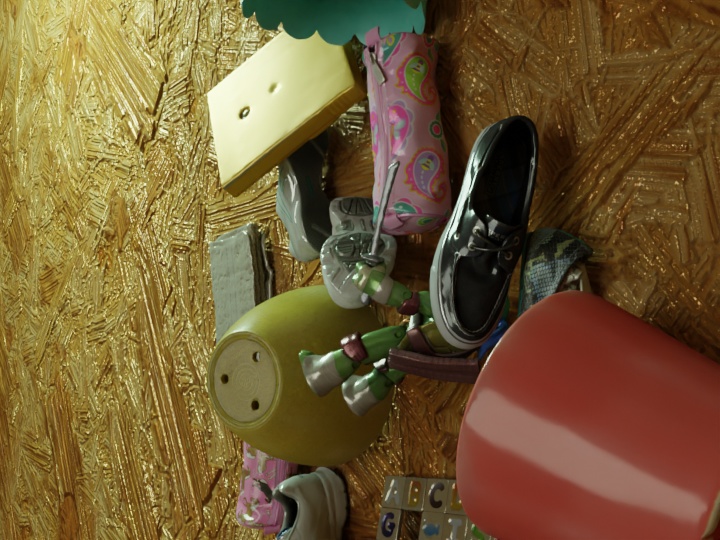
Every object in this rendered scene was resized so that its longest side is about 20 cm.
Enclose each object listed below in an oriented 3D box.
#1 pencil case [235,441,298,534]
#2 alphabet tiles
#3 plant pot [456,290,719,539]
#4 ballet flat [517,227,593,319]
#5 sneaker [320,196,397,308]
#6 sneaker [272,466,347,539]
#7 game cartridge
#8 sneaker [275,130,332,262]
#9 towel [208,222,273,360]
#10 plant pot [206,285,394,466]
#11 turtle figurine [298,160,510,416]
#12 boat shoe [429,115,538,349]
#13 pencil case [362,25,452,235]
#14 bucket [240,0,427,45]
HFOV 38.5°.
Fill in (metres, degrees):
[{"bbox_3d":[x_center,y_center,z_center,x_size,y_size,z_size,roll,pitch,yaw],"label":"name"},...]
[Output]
[{"bbox_3d":[-0.107,0.213,1.255,0.082,0.086,0.203,7,97,18],"label":"pencil case"},{"bbox_3d":[0.076,0.285,0.990,0.199,0.007,0.169,-11,64,52],"label":"alphabet tiles"},{"bbox_3d":[0.195,0.131,0.715,0.176,0.199,0.203,21,107,43],"label":"plant pot"},{"bbox_3d":[0.161,0.067,0.871,0.074,0.073,0.203,21,110,55],"label":"ballet flat"},{"bbox_3d":[0.000,0.000,1.075,0.201,0.077,0.101,-81,-7,-64],"label":"sneaker"},{"bbox_3d":[-0.055,0.328,1.166,0.074,0.086,0.203,-34,63,49],"label":"sneaker"},{"bbox_3d":[-0.090,-0.202,1.192,0.199,0.032,0.178,-33,46,19],"label":"game cartridge"},{"bbox_3d":[-0.077,-0.106,1.226,0.080,0.070,0.203,-28,66,56],"label":"sneaker"},{"bbox_3d":[-0.158,0.044,1.379,0.132,0.034,0.203,-15,78,57],"label":"towel"},{"bbox_3d":[-0.083,0.115,1.104,0.198,0.141,0.203,-2,86,34],"label":"plant pot"},{"bbox_3d":[0.038,0.034,0.960,0.193,0.144,0.201,-35,83,19],"label":"turtle figurine"},{"bbox_3d":[0.110,-0.036,0.855,0.066,0.069,0.202,138,151,-75],"label":"boat shoe"},{"bbox_3d":[0.044,-0.138,1.026,0.087,0.087,0.203,-18,74,55],"label":"pencil case"},{"bbox_3d":[-0.022,-0.320,1.041,0.206,0.205,0.137,-1,83,56],"label":"bucket"}]
